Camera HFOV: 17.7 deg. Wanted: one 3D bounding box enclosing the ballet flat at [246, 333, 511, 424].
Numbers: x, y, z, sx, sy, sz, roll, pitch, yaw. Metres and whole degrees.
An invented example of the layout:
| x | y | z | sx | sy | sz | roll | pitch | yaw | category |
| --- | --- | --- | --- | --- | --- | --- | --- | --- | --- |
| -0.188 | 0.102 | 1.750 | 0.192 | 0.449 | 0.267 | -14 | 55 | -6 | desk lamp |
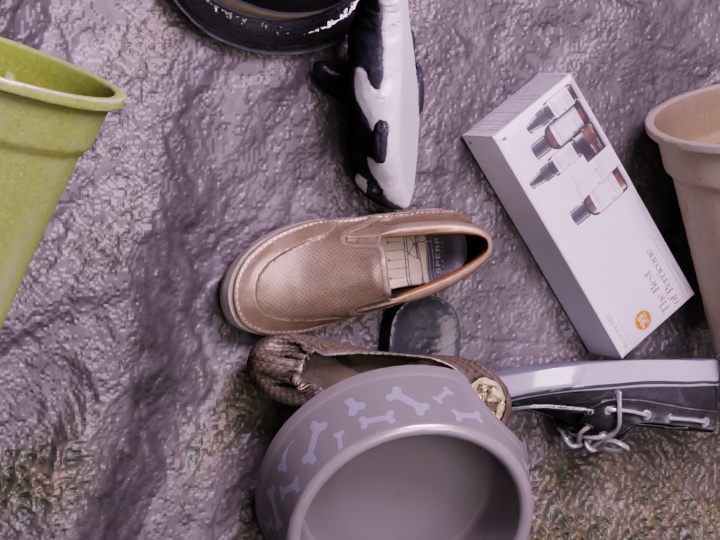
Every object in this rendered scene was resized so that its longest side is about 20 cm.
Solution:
| x | y | z | sx | sy | sz | roll | pitch | yaw | category |
| --- | --- | --- | --- | --- | --- | --- | --- | --- | --- |
| 0.018 | 0.081 | 1.602 | 0.199 | 0.046 | 0.068 | 14 | 81 | -20 | ballet flat |

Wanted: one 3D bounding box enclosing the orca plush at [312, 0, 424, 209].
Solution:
| x | y | z | sx | sy | sz | roll | pitch | yaw | category |
| --- | --- | --- | --- | --- | --- | --- | --- | --- | --- |
| -0.004 | -0.132 | 1.583 | 0.201 | 0.071 | 0.106 | 80 | 22 | -49 | orca plush |

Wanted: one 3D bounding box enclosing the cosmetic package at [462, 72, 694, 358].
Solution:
| x | y | z | sx | sy | sz | roll | pitch | yaw | category |
| --- | --- | --- | --- | --- | --- | --- | --- | --- | --- |
| 0.162 | -0.040 | 1.698 | 0.082 | 0.051 | 0.201 | -39 | 110 | -17 | cosmetic package |

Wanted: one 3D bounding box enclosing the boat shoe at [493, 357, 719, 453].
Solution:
| x | y | z | sx | sy | sz | roll | pitch | yaw | category |
| --- | --- | --- | --- | --- | --- | --- | --- | --- | --- |
| 0.178 | 0.101 | 1.705 | 0.198 | 0.073 | 0.069 | -1 | 88 | -31 | boat shoe |

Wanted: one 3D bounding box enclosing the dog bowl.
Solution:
| x | y | z | sx | sy | sz | roll | pitch | yaw | category |
| --- | --- | --- | --- | --- | --- | --- | --- | --- | --- |
| 0.029 | 0.164 | 1.597 | 0.199 | 0.059 | 0.201 | -7 | 122 | -11 | dog bowl |

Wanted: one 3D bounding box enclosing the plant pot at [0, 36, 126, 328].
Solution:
| x | y | z | sx | sy | sz | roll | pitch | yaw | category |
| --- | --- | --- | --- | --- | --- | --- | --- | --- | --- |
| -0.264 | -0.050 | 1.420 | 0.199 | 0.200 | 0.185 | 13 | 100 | -27 | plant pot |

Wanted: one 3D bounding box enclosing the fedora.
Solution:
| x | y | z | sx | sy | sz | roll | pitch | yaw | category |
| --- | --- | --- | --- | --- | --- | --- | --- | --- | --- |
| -0.039 | -0.236 | 1.554 | 0.199 | 0.091 | 0.202 | -3 | 96 | -26 | fedora |

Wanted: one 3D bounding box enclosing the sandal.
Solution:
| x | y | z | sx | sy | sz | roll | pitch | yaw | category |
| --- | --- | --- | --- | --- | --- | --- | --- | --- | --- |
| 0.046 | 0.120 | 1.655 | 0.075 | 0.048 | 0.202 | -6 | 98 | -25 | sandal |

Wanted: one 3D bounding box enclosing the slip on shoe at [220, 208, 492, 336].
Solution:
| x | y | z | sx | sy | sz | roll | pitch | yaw | category |
| --- | --- | --- | --- | --- | --- | --- | --- | --- | --- |
| 0.000 | 0.000 | 1.614 | 0.199 | 0.061 | 0.077 | -10 | 99 | -26 | slip on shoe |

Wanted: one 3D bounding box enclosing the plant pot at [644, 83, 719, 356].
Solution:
| x | y | z | sx | sy | sz | roll | pitch | yaw | category |
| --- | --- | --- | --- | --- | --- | --- | --- | --- | --- |
| 0.317 | -0.033 | 1.707 | 0.199 | 0.200 | 0.185 | -16 | 110 | -24 | plant pot |
